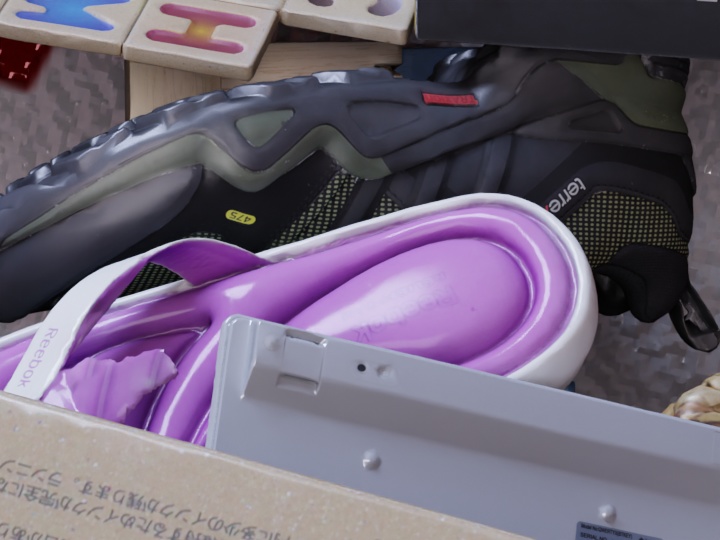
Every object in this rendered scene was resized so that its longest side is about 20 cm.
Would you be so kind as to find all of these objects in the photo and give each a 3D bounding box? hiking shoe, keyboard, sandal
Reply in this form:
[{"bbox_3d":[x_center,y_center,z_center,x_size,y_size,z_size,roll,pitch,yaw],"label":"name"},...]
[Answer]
[{"bbox_3d":[0.000,0.000,0.756,0.199,0.076,0.101,-12,90,-15],"label":"hiking shoe"},{"bbox_3d":[0.058,0.058,0.679,0.199,0.011,0.056,14,77,-19],"label":"keyboard"},{"bbox_3d":[-0.042,0.025,0.681,0.202,0.050,0.083,-26,55,-14],"label":"sandal"}]

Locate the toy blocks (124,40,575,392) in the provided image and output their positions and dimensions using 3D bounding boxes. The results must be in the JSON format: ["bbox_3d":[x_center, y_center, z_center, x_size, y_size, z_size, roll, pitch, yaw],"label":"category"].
[{"bbox_3d":[0.004,0.013,0.835,0.136,0.100,0.201,-1,88,-6],"label":"toy blocks"}]

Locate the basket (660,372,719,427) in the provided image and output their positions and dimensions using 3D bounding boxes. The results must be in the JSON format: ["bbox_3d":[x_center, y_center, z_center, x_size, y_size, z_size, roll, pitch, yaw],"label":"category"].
[{"bbox_3d":[0.130,0.135,0.785,0.200,0.149,0.143,31,60,6],"label":"basket"}]

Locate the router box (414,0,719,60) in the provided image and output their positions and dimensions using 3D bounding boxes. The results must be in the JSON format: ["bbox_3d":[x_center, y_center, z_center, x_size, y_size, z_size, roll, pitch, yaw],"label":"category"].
[{"bbox_3d":[0.120,-0.109,0.784,0.199,0.157,0.052,4,120,5],"label":"router box"}]

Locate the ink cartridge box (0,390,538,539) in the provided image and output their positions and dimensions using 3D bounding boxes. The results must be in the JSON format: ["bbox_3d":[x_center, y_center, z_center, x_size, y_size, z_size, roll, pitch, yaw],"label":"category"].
[{"bbox_3d":[-0.060,0.115,0.580,0.199,0.075,0.165,15,73,11],"label":"ink cartridge box"}]

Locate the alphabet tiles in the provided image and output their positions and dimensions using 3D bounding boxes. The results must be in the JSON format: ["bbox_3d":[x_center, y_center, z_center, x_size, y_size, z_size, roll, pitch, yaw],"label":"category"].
[{"bbox_3d":[-0.077,-0.101,0.810,0.199,0.167,0.006,10,121,6],"label":"alphabet tiles"}]
